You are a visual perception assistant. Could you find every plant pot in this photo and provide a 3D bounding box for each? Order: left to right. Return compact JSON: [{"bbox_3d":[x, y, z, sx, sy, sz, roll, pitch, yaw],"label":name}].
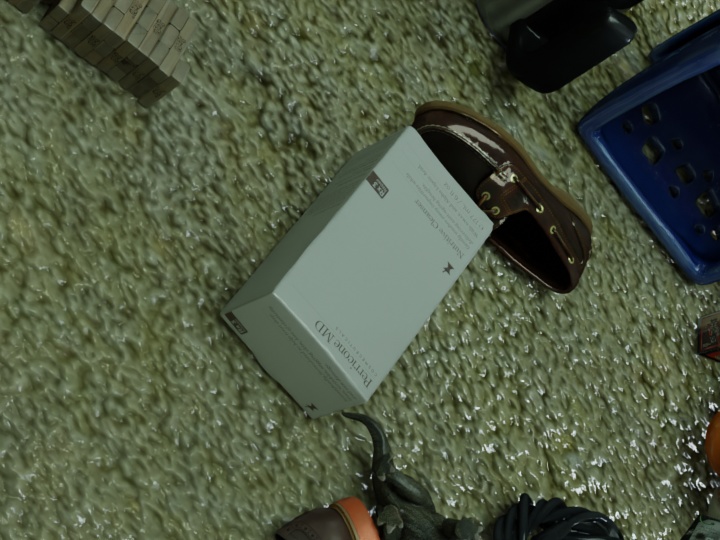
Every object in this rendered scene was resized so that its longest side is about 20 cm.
[{"bbox_3d":[0.349,-0.135,1.362,0.200,0.199,0.180,50,47,-10],"label":"plant pot"}]

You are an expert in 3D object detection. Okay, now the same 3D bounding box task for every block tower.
[{"bbox_3d":[-0.206,-0.203,1.071,0.200,0.054,0.058,39,57,-20],"label":"block tower"}]

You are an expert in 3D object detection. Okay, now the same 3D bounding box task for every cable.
[{"bbox_3d":[0.170,0.265,1.198,0.199,0.051,0.165,19,57,-34],"label":"cable"}]

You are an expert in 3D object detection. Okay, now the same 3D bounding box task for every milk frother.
[{"bbox_3d":[0.156,-0.275,1.269,0.200,0.188,0.181,44,54,-15],"label":"milk frother"}]

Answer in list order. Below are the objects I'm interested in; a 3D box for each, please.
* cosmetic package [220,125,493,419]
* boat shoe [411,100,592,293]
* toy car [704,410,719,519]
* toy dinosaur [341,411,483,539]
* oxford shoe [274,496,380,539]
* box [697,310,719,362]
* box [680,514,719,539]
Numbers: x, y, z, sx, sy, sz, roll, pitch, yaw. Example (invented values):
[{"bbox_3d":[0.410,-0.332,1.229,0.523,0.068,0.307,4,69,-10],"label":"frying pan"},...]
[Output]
[{"bbox_3d":[0.000,0.000,1.135,0.113,0.081,0.200,47,53,-16],"label":"cosmetic package"},{"bbox_3d":[0.117,-0.058,1.244,0.199,0.070,0.071,36,53,-21],"label":"boat shoe"},{"bbox_3d":[0.388,0.161,1.333,0.198,0.176,0.150,11,32,-32],"label":"toy car"},{"bbox_3d":[0.042,0.190,1.102,0.199,0.102,0.077,38,74,22],"label":"toy dinosaur"},{"bbox_3d":[-0.007,0.265,1.061,0.072,0.071,0.202,-13,75,-25],"label":"oxford shoe"},{"bbox_3d":[0.417,0.054,1.340,0.136,0.199,0.040,20,64,-30],"label":"box"},{"bbox_3d":[0.252,0.310,1.172,0.137,0.040,0.202,-39,131,-39],"label":"box"}]
